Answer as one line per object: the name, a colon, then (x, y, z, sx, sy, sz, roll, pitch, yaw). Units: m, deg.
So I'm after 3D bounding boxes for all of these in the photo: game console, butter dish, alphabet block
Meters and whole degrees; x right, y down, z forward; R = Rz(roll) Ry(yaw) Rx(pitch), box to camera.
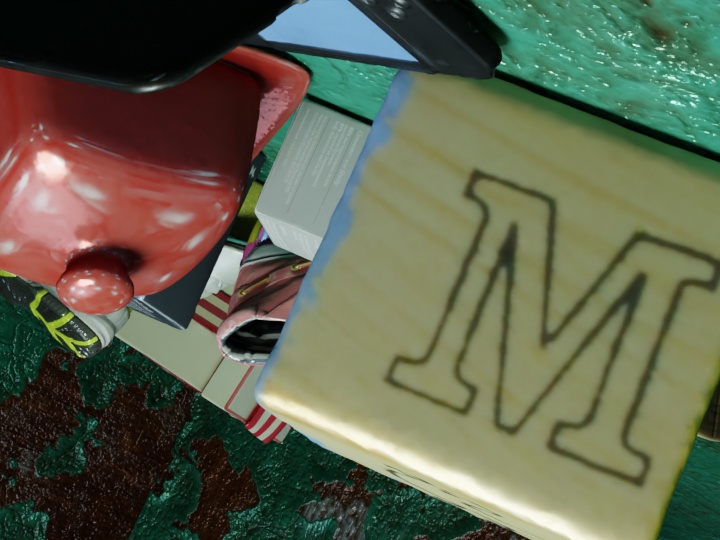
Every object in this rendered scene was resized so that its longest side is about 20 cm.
game console: (-0.069, -0.101, 0.696, 0.199, 0.117, 0.176, 17, 168, 44)
butter dish: (-0.150, -0.044, 0.880, 0.199, 0.149, 0.199, 15, 143, -29)
alphabet block: (0.087, 0.031, 0.799, 0.199, 0.197, 0.195, 22, 173, 13)

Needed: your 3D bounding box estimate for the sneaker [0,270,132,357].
sneaker: (-0.257, -0.009, 1.248, 0.200, 0.076, 0.076, 39, 153, 23)

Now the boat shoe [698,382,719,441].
boat shoe: (0.251, 0.089, 1.102, 0.199, 0.072, 0.064, 29, 170, -34)

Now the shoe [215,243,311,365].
shoe: (-0.013, 0.021, 1.132, 0.199, 0.091, 0.072, -9, 131, 28)

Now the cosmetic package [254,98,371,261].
cosmetic package: (0.041, -0.024, 0.969, 0.199, 0.091, 0.107, 21, 171, 6)

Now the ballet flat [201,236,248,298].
ballet flat: (-0.157, -0.008, 1.337, 0.199, 0.070, 0.069, 16, 168, 44)

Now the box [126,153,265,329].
box: (-0.199, -0.067, 1.150, 0.199, 0.149, 0.107, 22, 171, 15)

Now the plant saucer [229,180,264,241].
plant saucer: (-0.140, -0.060, 1.366, 0.199, 0.048, 0.200, 29, 171, -25)

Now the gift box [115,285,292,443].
gift box: (-0.110, 0.061, 1.607, 0.186, 0.185, 0.200, 30, 178, 26)

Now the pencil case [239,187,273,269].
pencil case: (0.000, 0.000, 1.240, 0.199, 0.089, 0.088, 28, 171, -7)
